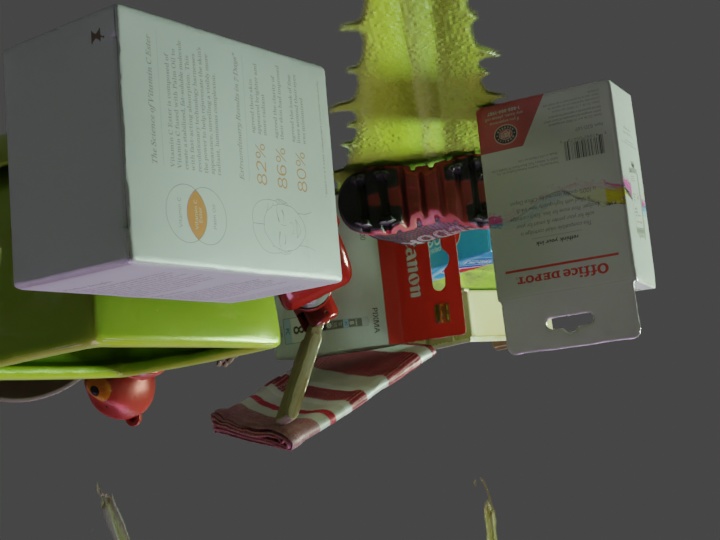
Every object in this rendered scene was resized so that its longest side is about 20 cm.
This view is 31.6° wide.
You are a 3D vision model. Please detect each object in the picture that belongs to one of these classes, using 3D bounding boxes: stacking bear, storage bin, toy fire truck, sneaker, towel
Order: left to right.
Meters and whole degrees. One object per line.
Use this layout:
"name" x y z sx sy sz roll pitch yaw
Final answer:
"stacking bear" -0.243 0.071 1.389 0.121 0.202 0.113 29 -162 19
"toy fire truck" -0.060 0.022 1.160 0.128 0.202 0.176 -26 174 -9
"towel" -0.038 0.116 1.276 0.199 0.023 0.143 -30 -160 -34
"sneaker" 0.081 -0.066 1.218 0.198 0.072 0.098 -4 171 6
"storage bin" 0.212 0.093 2.282 0.198 0.095 0.198 -1 170 -32

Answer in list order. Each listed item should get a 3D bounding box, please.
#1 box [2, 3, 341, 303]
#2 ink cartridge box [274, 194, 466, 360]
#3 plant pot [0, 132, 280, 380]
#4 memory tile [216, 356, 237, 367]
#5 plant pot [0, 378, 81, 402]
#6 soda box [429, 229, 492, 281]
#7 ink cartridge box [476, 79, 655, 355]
"box" -0.116 -0.064 0.818 0.105 0.154 0.199 -11 170 36
"ink cartridge box" 0.000 0.000 1.295 0.198 0.162 0.047 -9 172 22
"plant pot" -0.199 -0.017 0.980 0.198 0.184 0.198 -11 169 37
"memory tile" -0.134 0.035 1.493 0.017 0.155 0.200 17 169 -8
"plant pot" -0.314 0.015 1.213 0.185 0.190 0.200 -5 -175 -6
"soda box" 0.106 -0.034 1.451 0.064 0.069 0.199 0 170 -33
"ink cartridge box" 0.166 -0.038 1.017 0.115 0.203 0.067 -9 171 27
